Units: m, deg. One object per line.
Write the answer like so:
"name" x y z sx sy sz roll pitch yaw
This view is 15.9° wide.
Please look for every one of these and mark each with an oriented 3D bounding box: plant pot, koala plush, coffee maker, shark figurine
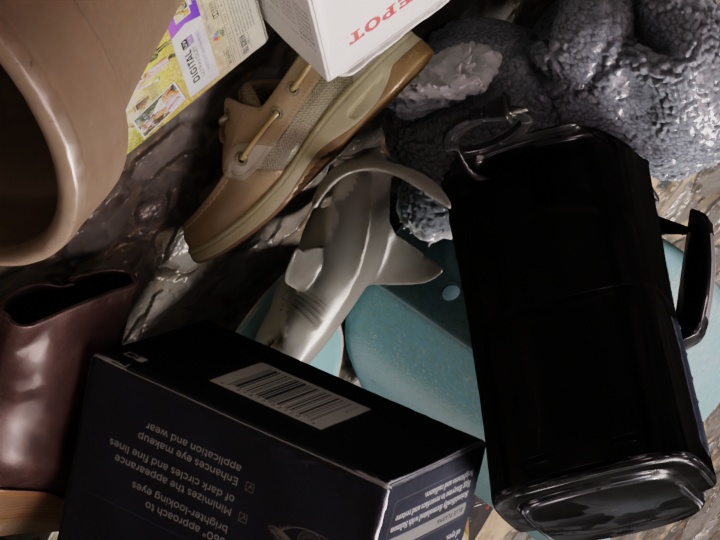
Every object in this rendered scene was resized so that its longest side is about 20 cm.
"plant pot" -0.154 -0.131 1.095 0.175 0.200 0.201 -52 160 -32
"koala plush" 0.101 -0.107 1.496 0.199 0.184 0.178 -25 148 -14
"plant pot" 0.106 0.030 1.632 0.196 0.196 0.200 -50 149 -9
"coffee maker" 0.108 0.036 1.414 0.134 0.201 0.192 -27 151 35
"shark figurine" 0.009 -0.020 1.479 0.215 0.089 0.128 118 -5 -50

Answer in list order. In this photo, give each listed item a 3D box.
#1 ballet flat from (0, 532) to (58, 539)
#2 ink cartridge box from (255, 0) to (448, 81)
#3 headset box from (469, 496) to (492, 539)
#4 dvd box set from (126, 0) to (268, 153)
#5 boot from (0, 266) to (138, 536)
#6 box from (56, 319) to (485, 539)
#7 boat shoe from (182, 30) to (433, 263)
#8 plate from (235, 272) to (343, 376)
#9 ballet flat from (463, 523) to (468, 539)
"ballet flat" -0.208 0.179 1.552 0.072 0.072 0.200 -44 153 -5
"ink cartridge box" 0.002 -0.212 1.283 0.147 0.083 0.200 -38 151 -15
"headset box" 0.002 0.180 1.824 0.200 0.077 0.149 -11 136 -51
"dvd box set" -0.139 -0.102 1.289 0.200 0.029 0.146 -41 153 -13
"boot" -0.150 0.072 1.465 0.200 0.072 0.167 -14 138 -48
"box" -0.059 0.159 1.435 0.117 0.196 0.201 -16 124 -58
"boat shoe" -0.043 -0.079 1.424 0.200 0.065 0.072 -43 -178 37
"plate" -0.055 0.087 1.604 0.200 0.026 0.200 -53 158 -33
"ballet flat" 0.029 0.194 1.727 0.069 0.063 0.200 -56 151 15
